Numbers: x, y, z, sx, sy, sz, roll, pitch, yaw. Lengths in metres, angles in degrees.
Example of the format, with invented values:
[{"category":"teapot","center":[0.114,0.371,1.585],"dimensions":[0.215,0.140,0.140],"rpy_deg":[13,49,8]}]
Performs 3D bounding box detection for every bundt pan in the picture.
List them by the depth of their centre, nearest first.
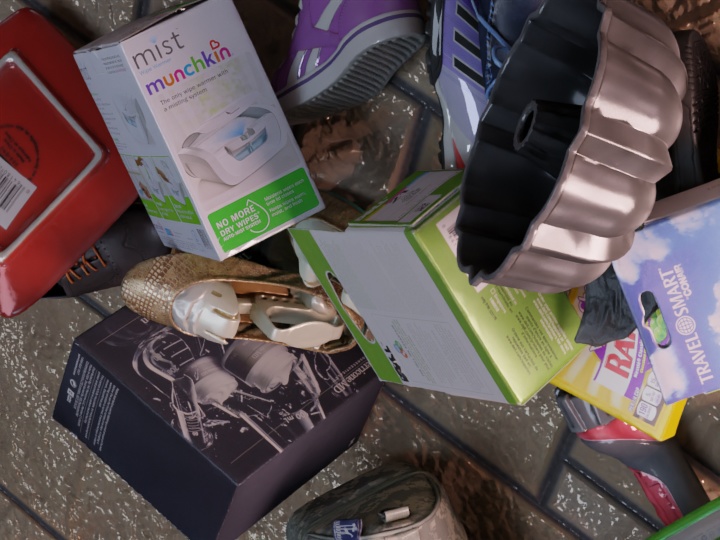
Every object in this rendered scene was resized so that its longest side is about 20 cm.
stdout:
[{"category":"bundt pan","center":[0.132,-0.075,1.172],"dimensions":[0.075,0.203,0.202],"rpy_deg":[20,139,-14]}]

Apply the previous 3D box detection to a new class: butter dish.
[{"category":"butter dish","center":[-0.272,-0.083,1.655],"dimensions":[0.199,0.148,0.200],"rpy_deg":[-45,75,5]}]

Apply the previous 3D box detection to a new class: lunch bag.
[{"category":"lunch bag","center":[0.039,0.264,1.548],"dimensions":[0.201,0.139,0.168],"rpy_deg":[69,166,-11]}]

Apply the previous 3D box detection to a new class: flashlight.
[{"category":"flashlight","center":[0.214,0.160,1.414],"dimensions":[0.201,0.068,0.068],"rpy_deg":[61,154,-8]}]

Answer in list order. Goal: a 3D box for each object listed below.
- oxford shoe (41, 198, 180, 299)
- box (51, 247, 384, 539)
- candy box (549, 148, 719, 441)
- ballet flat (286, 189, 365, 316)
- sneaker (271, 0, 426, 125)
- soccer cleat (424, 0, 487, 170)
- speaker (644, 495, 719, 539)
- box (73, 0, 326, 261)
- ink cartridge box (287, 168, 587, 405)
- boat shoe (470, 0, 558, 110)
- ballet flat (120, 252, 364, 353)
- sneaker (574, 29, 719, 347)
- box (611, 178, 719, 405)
[{"category":"oxford shoe","center":[-0.230,-0.008,1.707],"dimensions":[0.200,0.072,0.071],"rpy_deg":[-22,99,47]},{"category":"box","center":[-0.111,0.098,1.573],"dimensions":[0.182,0.200,0.104],"rpy_deg":[39,136,15]},{"category":"candy box","center":[0.197,0.006,1.317],"dimensions":[0.102,0.026,0.201],"rpy_deg":[28,114,29]},{"category":"ballet flat","center":[0.000,0.000,1.501],"dimensions":[0.200,0.072,0.068],"rpy_deg":[33,135,23]},{"category":"sneaker","center":[-0.021,-0.184,1.419],"dimensions":[0.200,0.072,0.115],"rpy_deg":[-34,71,54]},{"category":"soccer cleat","center":[0.088,-0.125,1.358],"dimensions":[0.073,0.068,0.201],"rpy_deg":[-3,108,12]},{"category":"speaker","center":[0.256,0.200,1.339],"dimensions":[0.200,0.088,0.089],"rpy_deg":[-34,91,24]},{"category":"box","center":[-0.129,-0.109,1.472],"dimensions":[0.177,0.096,0.200],"rpy_deg":[66,166,-10]},{"category":"ink cartridge box","center":[0.049,0.008,1.365],"dimensions":[0.148,0.076,0.200],"rpy_deg":[58,158,-17]},{"category":"boat shoe","center":[0.122,-0.118,1.293],"dimensions":[0.084,0.069,0.201],"rpy_deg":[-10,107,5]},{"category":"ballet flat","center":[-0.087,0.029,1.519],"dimensions":[0.065,0.199,0.071],"rpy_deg":[-114,32,-56]},{"category":"sneaker","center":[0.182,-0.052,1.262],"dimensions":[0.104,0.060,0.201],"rpy_deg":[-3,102,28]},{"category":"box","center":[0.264,-0.006,1.201],"dimensions":[0.199,0.048,0.122],"rpy_deg":[-20,104,13]}]
